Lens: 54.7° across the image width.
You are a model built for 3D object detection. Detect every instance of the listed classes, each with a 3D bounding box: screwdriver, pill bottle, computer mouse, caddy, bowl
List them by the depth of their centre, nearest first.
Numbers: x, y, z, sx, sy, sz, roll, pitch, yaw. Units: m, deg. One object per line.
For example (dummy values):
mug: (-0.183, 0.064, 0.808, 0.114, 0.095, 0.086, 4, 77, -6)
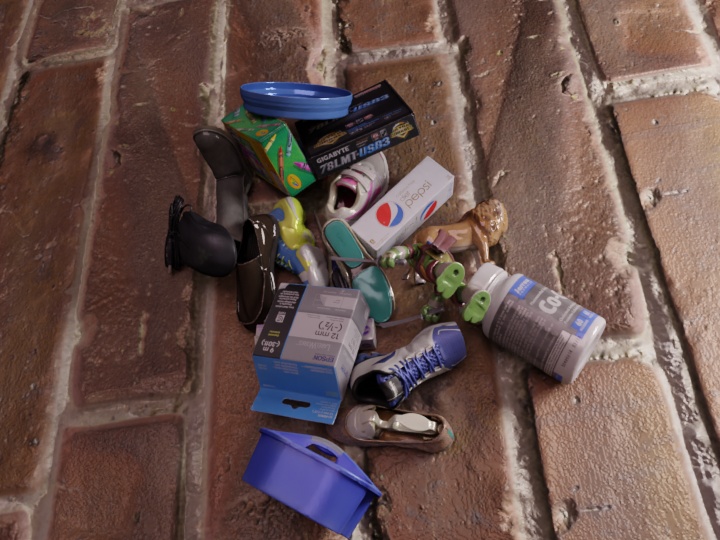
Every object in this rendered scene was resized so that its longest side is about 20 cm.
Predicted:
caddy: (-0.067, 0.290, 0.984, 0.199, 0.142, 0.105, 22, 70, 19)
pill bottle: (0.258, 0.075, 1.064, 0.199, 0.114, 0.114, 31, 70, 23)
computer mouse: (-0.286, -0.043, 1.187, 0.052, 0.140, 0.199, -7, 21, -45)
screwdriver: (-0.049, -0.030, 1.222, 0.029, 0.028, 0.201, -14, 61, -5)
bowl: (-0.114, -0.302, 1.236, 0.199, 0.040, 0.201, 3, 21, -1)

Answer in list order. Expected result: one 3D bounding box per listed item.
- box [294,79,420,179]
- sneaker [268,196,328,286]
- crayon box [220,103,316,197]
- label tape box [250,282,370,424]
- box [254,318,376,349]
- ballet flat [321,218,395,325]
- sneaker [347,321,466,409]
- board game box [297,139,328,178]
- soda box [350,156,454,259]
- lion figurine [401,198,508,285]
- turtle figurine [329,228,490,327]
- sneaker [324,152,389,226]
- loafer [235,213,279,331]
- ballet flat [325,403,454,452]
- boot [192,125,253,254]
box: (-0.012, -0.261, 1.265, 0.199, 0.050, 0.199, -24, 35, 2)
sneaker: (-0.126, -0.028, 1.223, 0.105, 0.076, 0.201, -28, 59, 15)
crayon box: (-0.167, -0.218, 1.242, 0.058, 0.119, 0.200, -37, 36, -12)
label tape box: (-0.083, 0.121, 1.063, 0.142, 0.066, 0.201, 5, 55, 22)
box: (-0.074, 0.109, 1.143, 0.198, 0.042, 0.039, -3, 59, 7)
ballet flat: (0.000, 0.000, 1.175, 0.067, 0.062, 0.201, -27, 85, -3)
sneaker: (0.069, 0.155, 1.041, 0.198, 0.115, 0.081, -21, 103, 3)
board game box: (-0.063, -0.214, 1.314, 0.199, 0.039, 0.159, -16, 35, 13)
soda box: (0.074, -0.105, 1.222, 0.068, 0.064, 0.200, 41, 74, 20)
lion figurine: (0.157, -0.052, 1.172, 0.198, 0.073, 0.123, -9, 74, -4)
turtle figurine: (0.089, 0.030, 1.048, 0.199, 0.145, 0.194, -19, 19, -19)
sneaker: (-0.006, -0.148, 1.248, 0.081, 0.088, 0.201, 13, 64, 16)
loafer: (-0.187, 0.001, 1.173, 0.073, 0.071, 0.202, -1, 84, 32)
ballet flat: (0.040, 0.229, 1.042, 0.198, 0.067, 0.069, 1, 61, 11)
boot: (-0.243, -0.132, 1.236, 0.072, 0.182, 0.201, -13, 54, 24)
